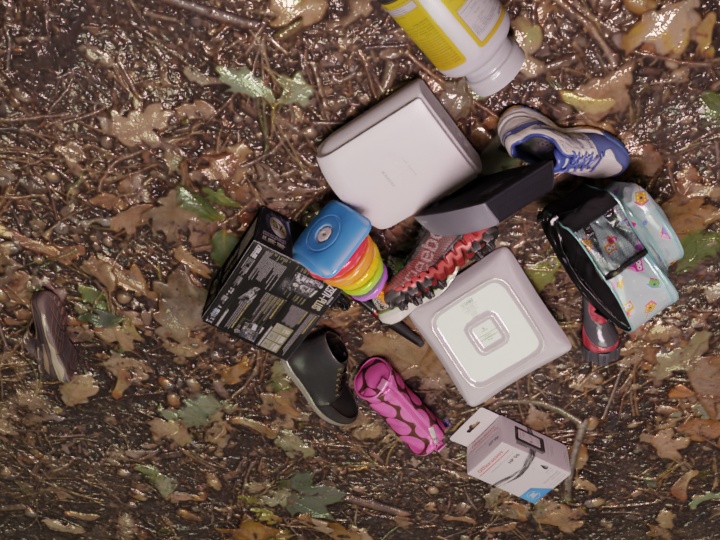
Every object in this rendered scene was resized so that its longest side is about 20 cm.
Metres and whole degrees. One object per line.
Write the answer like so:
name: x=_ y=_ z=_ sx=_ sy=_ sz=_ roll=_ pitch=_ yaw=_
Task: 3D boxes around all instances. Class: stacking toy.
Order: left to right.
stacking toy: x=0.000 y=0.000 z=1.363 sx=0.110 sy=0.116 sz=0.200 roll=-51 pitch=132 yaw=-5

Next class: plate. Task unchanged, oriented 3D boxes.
plate: x=0.201 y=0.096 z=1.456 sx=0.198 sy=0.032 sz=0.201 roll=-33 pitch=96 yaw=19

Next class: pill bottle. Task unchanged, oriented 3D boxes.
pill bottle: x=0.114 y=-0.313 z=1.130 sx=0.111 sy=0.113 sz=0.200 roll=-32 pitch=121 yaw=28

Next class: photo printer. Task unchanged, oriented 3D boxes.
photo printer: x=0.047 y=-0.155 z=1.296 sx=0.198 sy=0.070 sz=0.167 roll=-28 pitch=123 yaw=25

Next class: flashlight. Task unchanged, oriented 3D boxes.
flashlight: x=0.381 y=0.060 z=1.452 sx=0.066 sy=0.069 sz=0.202 roll=-3 pitch=131 yaw=8

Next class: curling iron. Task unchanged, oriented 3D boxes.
curling iron: x=0.026 y=0.075 z=1.524 sx=0.198 sy=0.026 sz=0.050 roll=29 pitch=136 yaw=-19

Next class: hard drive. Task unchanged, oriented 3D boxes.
hard drive: x=0.167 y=-0.094 z=1.240 sx=0.134 sy=0.199 sz=0.043 roll=-32 pitch=100 yaw=-20

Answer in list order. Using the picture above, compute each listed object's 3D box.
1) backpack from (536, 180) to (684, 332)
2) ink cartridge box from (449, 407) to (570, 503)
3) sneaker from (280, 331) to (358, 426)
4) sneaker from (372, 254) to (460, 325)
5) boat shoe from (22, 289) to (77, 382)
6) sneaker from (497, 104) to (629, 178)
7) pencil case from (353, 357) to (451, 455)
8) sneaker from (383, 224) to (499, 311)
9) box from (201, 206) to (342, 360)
backpack: x=0.361 y=-0.022 z=1.288 sx=0.152 sy=0.176 sz=0.202 roll=-28 pitch=97 yaw=0
ink cartridge box: x=0.275 y=0.344 z=1.703 sx=0.198 sy=0.068 sz=0.116 roll=26 pitch=127 yaw=-16
sneaker: x=-0.042 y=0.192 z=1.589 sx=0.105 sy=0.075 sz=0.200 roll=-21 pitch=125 yaw=31
sneaker: x=0.081 y=0.006 z=1.436 sx=0.199 sy=0.077 sz=0.089 roll=-38 pitch=105 yaw=26
boat shoe: x=-0.544 y=0.118 z=1.576 sx=0.072 sy=0.075 sz=0.202 roll=2 pitch=129 yaw=2
sneaker: x=0.281 y=-0.157 z=1.265 sx=0.197 sy=0.089 sz=0.076 roll=14 pitch=129 yaw=-9
pencil case: x=0.073 y=0.242 z=1.617 sx=0.091 sy=0.094 sz=0.200 roll=-44 pitch=121 yaw=-1
sneaker: x=0.105 y=-0.025 z=1.360 sx=0.199 sy=0.098 sz=0.071 roll=-38 pitch=160 yaw=-3
box: x=-0.135 y=0.024 z=1.453 sx=0.162 sy=0.087 sz=0.201 roll=26 pitch=128 yaw=-17
